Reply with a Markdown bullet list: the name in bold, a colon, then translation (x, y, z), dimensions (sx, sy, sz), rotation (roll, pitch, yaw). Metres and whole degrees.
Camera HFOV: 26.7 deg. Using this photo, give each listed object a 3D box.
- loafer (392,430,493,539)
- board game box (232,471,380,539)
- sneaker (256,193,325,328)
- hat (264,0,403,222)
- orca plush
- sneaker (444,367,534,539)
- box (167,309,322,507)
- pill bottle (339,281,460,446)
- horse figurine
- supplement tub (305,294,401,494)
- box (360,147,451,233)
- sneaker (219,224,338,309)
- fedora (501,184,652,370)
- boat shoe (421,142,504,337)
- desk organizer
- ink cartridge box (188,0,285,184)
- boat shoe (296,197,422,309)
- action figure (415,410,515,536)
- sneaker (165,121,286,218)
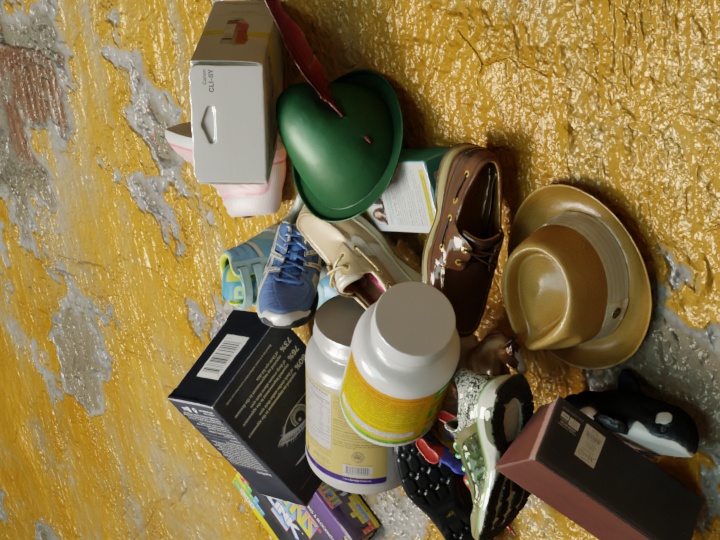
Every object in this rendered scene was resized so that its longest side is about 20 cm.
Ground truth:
- **loafer**: translation (0.091, 0.249, 1.753), dimensions (0.201, 0.068, 0.071), rotation (58, -172, -27)
- **board game box**: translation (-0.077, 0.313, 2.045), dimensions (0.200, 0.056, 0.166), rotation (51, 143, 18)
- **sneaker**: translation (-0.079, -0.012, 1.751), dimensions (0.075, 0.201, 0.078), rotation (3, 130, 6)
- **hat**: translation (-0.071, -0.168, 1.615), dimensions (0.165, 0.175, 0.201), rotation (-39, 52, 27)
- **orca plush**: translation (0.264, 0.138, 1.539), dimensions (0.105, 0.072, 0.199), rotation (27, 166, -24)
- **sneaker**: translation (0.126, 0.182, 1.549), dimensions (0.088, 0.076, 0.202), rotation (27, 125, 43)
- **box**: translation (-0.112, 0.169, 1.868), dimensions (0.104, 0.148, 0.200), rotation (4, 140, 50)
- **pill bottle**: translation (0.042, 0.094, 1.557), dimensions (0.111, 0.111, 0.201), rotation (50, 157, 18)
- **horse figurine**: translation (0.129, 0.114, 1.613), dimensions (0.134, 0.050, 0.200), rotation (68, 167, -17)
- **supplement tub**: translation (0.007, 0.140, 1.766), dimensions (0.145, 0.145, 0.202), rotation (29, 131, 38)
- **box**: translation (0.029, -0.090, 1.685), dimensions (0.199, 0.049, 0.083), rotation (5, 115, 50)
- **sneaker**: translation (-0.092, 0.024, 1.833), dimensions (0.199, 0.130, 0.080), rotation (30, 130, 37)
- **fedora**: translation (0.196, 0.018, 1.511), dimensions (0.200, 0.081, 0.203), rotation (29, 131, 39)
- **boat shoe**: translation (0.110, -0.028, 1.558), dimensions (0.067, 0.071, 0.203), rotation (-156, 70, -66)
- **desk organizer**: translation (0.236, 0.212, 1.505), dimensions (0.199, 0.072, 0.077), rotation (35, 152, -18)
- **ink cartridge box**: translation (-0.134, -0.200, 1.699), dimensions (0.082, 0.201, 0.147), rotation (1, 119, 3)
- **boat shoe**: translation (0.000, 0.000, 1.686), dimensions (0.199, 0.069, 0.074), rotation (39, 144, 10)
- **action figure**: translation (0.137, 0.222, 1.653), dimensions (0.099, 0.065, 0.200), rotation (41, 180, 28)
- **sneaker**: translation (-0.170, -0.121, 1.891), dimensions (0.199, 0.075, 0.106), rotation (19, 119, 39)
